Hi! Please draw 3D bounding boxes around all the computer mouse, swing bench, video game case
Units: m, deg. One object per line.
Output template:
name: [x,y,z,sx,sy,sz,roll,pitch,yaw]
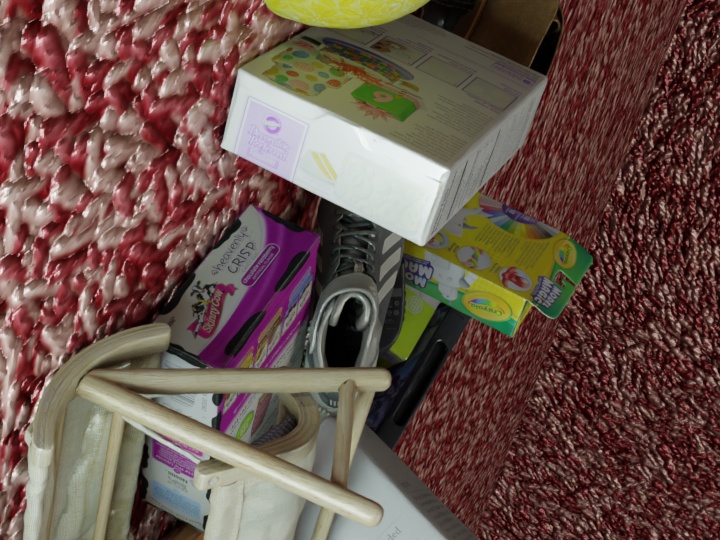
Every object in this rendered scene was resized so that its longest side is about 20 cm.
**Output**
computer mouse: [0.009,-0.030,1.156,0.034,0.058,0.200,-136,-131,-76]
swing bench: [-0.102,0.149,0.871,0.130,0.200,0.199,-85,-170,-52]
video game case: [0.007,0.116,1.332,0.181,0.025,0.200,-57,-165,-25]

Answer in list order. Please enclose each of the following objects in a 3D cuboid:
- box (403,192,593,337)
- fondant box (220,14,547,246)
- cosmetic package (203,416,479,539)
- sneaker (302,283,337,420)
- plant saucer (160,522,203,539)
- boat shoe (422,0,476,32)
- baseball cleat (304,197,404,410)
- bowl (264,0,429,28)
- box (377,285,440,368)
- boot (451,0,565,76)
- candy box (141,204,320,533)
box: [0.091,-0.019,1.238,0.117,0.200,0.048,-48,158,-49]
fondant box: [0.021,-0.104,0.936,0.200,0.144,0.058,-43,156,-58]
cosmetic package: [0.001,0.234,1.064,0.165,0.200,0.165,-45,168,1]
sneaker: [-0.042,0.074,1.209,0.100,0.070,0.200,-45,-166,38]
plant saucer: [-0.144,0.282,1.167,0.200,0.037,0.200,-45,145,-44]
boat shoe: [0.102,-0.220,1.203,0.201,0.072,0.061,-19,131,-61]
baseball cleat: [0.000,0.000,1.057,0.106,0.070,0.200,109,-15,-73]
bowl: [0.034,-0.223,0.852,0.200,0.108,0.200,-59,165,-26]
box: [0.044,0.006,1.342,0.200,0.048,0.122,-58,-167,-27]
boot: [0.130,-0.210,1.098,0.074,0.075,0.200,40,67,-51]
candy box: [-0.092,0.071,1.001,0.136,0.061,0.200,-55,163,-39]
